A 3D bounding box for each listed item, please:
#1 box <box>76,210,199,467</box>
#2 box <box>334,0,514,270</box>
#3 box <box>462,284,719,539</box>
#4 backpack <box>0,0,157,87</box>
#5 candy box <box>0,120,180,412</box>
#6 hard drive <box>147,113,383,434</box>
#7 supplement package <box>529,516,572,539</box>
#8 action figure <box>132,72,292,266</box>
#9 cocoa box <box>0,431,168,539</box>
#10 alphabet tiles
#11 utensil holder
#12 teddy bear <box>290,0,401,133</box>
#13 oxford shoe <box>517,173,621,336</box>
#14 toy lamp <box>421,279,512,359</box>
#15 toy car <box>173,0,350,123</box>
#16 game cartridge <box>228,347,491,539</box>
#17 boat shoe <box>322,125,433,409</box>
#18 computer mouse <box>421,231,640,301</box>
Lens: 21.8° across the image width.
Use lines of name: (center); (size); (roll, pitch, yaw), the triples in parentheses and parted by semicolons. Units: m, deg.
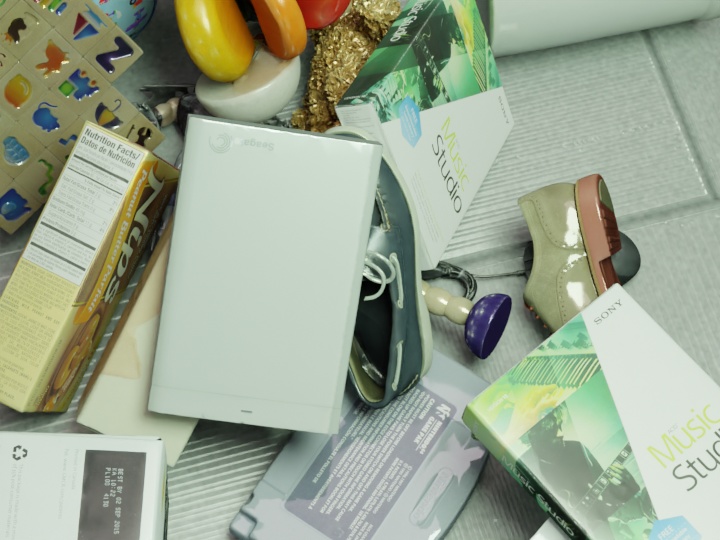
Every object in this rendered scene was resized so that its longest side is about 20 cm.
box: (-0.121, 0.027, 1.317); (0.078, 0.095, 0.201); (26, 94, -9)
box: (0.053, -0.115, 1.390); (0.036, 0.145, 0.200); (-4, 35, 27)
box: (0.187, 0.124, 1.250); (0.144, 0.036, 0.200); (-37, 71, -19)
backpack: (-0.241, -0.190, 1.421); (0.199, 0.183, 0.135); (-23, 78, -23)
candy box: (-0.202, 0.001, 1.327); (0.055, 0.115, 0.201); (25, 89, 7)
hard drive: (-0.065, 0.004, 1.259); (0.131, 0.026, 0.201); (8, 99, -8)
supplement package: (0.230, 0.215, 1.300); (0.200, 0.111, 0.156); (39, 68, 14)
action figure: (-0.118, -0.086, 1.438); (0.130, 0.069, 0.201); (0, 61, 4)
cocoa box: (-0.200, 0.223, 1.251); (0.133, 0.131, 0.201); (3, 65, -2)
alphabet tiles: (-0.236, -0.120, 1.341); (0.167, 0.200, 0.008); (-44, 41, 2)
utensil holder: (0.178, -0.264, 1.490); (0.199, 0.170, 0.170); (-14, 67, -7)
teddy bear: (-0.014, -0.152, 1.438); (0.067, 0.145, 0.201); (13, 70, -11)
oxford shoe: (0.162, 0.032, 1.397); (0.075, 0.070, 0.201); (-9, 85, 18)
toy lamp: (0.014, 0.005, 1.400); (0.199, 0.058, 0.058); (25, 65, 18)
toy car: (-0.075, -0.224, 1.389); (0.149, 0.175, 0.200); (-19, 35, 11)
game cartridge: (0.014, 0.145, 1.358); (0.133, 0.041, 0.200); (31, 67, 14)
boat shoe: (0.000, 0.000, 1.311); (0.075, 0.201, 0.062); (3, 24, 27)
computer mouse: (0.119, -0.004, 1.436); (0.199, 0.034, 0.059); (-7, 67, -7)
